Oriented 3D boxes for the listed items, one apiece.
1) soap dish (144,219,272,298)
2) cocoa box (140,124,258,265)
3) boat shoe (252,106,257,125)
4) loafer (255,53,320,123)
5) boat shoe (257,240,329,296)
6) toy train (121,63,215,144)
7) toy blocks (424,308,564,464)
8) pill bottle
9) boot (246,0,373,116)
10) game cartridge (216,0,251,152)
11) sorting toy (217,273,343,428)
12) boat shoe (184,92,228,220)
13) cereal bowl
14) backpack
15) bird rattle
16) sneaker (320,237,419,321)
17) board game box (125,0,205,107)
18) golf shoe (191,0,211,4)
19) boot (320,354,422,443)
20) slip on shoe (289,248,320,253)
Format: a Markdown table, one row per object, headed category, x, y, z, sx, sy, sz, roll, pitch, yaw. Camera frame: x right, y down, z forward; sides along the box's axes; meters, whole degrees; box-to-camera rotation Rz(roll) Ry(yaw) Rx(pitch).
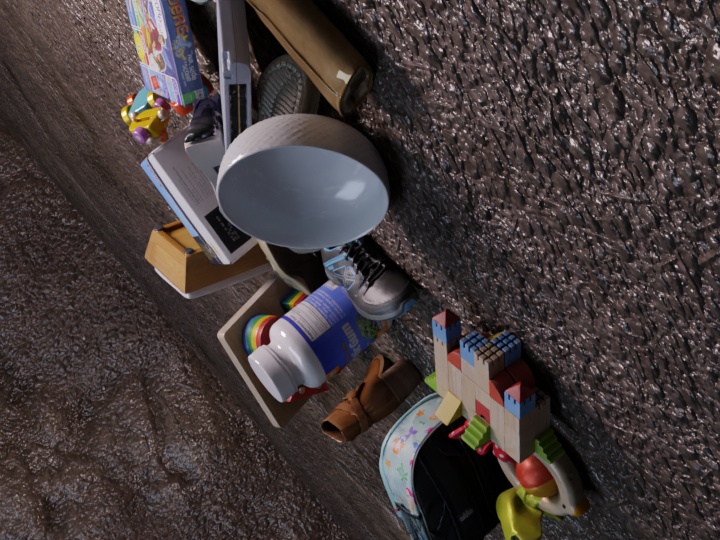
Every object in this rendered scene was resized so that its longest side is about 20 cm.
| category | x | y | z | sx | sy | sz | roll | pitch | yaw |
| --- | --- | --- | --- | --- | --- | --- | --- | --- | --- |
| soap dish | -0.241 | -0.040 | 1.815 | 0.157 | 0.198 | 0.082 | 33 | 137 | 48 |
| cocoa box | -0.221 | -0.125 | 1.665 | 0.201 | 0.133 | 0.131 | 55 | 164 | -10 |
| boat shoe | -0.144 | -0.146 | 1.537 | 0.074 | 0.066 | 0.201 | 38 | 158 | 39 |
| loafer | -0.082 | -0.186 | 1.299 | 0.076 | 0.068 | 0.201 | 48 | 147 | 15 |
| boat shoe | -0.112 | -0.022 | 1.631 | 0.064 | 0.073 | 0.200 | 12 | 158 | 33 |
| toy train | -0.273 | -0.243 | 1.590 | 0.056 | 0.150 | 0.200 | 47 | 176 | -31 |
| toy blocks | 0.152 | 0.125 | 1.277 | 0.200 | 0.099 | 0.138 | 39 | 148 | 40 |
| pill bottle | -0.060 | 0.096 | 1.568 | 0.112 | 0.199 | 0.112 | 46 | 163 | 19 |
| boot | -0.064 | -0.268 | 1.094 | 0.201 | 0.066 | 0.175 | 51 | 175 | 10 |
| game cartridge | -0.152 | -0.238 | 1.310 | 0.201 | 0.040 | 0.135 | 101 | 160 | -62 |
| sorting toy | -0.100 | 0.116 | 1.746 | 0.069 | 0.199 | 0.201 | 5 | 132 | 46 |
| boat shoe | -0.170 | -0.147 | 1.466 | 0.201 | 0.074 | 0.094 | 65 | -159 | -49 |
| cereal bowl | -0.064 | -0.112 | 1.250 | 0.201 | 0.197 | 0.084 | 79 | -171 | -56 |
| backpack | 0.115 | 0.272 | 1.504 | 0.150 | 0.177 | 0.202 | 22 | 142 | 50 |
| bird rattle | 0.214 | 0.241 | 1.376 | 0.162 | 0.112 | 0.203 | -7 | 107 | 58 |
| sneaker | 0.000 | 0.000 | 1.435 | 0.199 | 0.073 | 0.083 | 32 | 154 | 49 |
| board game box | -0.268 | -0.330 | 1.453 | 0.135 | 0.034 | 0.203 | 30 | 135 | 52 |
| golf shoe | -0.241 | -0.396 | 1.283 | 0.201 | 0.072 | 0.092 | 53 | 165 | -1 |
| boot | 0.005 | 0.209 | 1.699 | 0.077 | 0.155 | 0.200 | 54 | 163 | -10 |
| slip on shoe | -0.085 | -0.088 | 1.521 | 0.201 | 0.073 | 0.062 | 68 | -167 | -56 |
